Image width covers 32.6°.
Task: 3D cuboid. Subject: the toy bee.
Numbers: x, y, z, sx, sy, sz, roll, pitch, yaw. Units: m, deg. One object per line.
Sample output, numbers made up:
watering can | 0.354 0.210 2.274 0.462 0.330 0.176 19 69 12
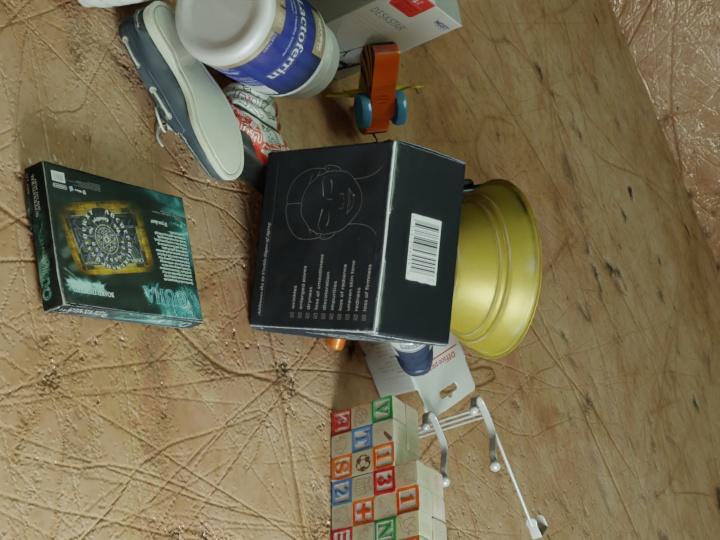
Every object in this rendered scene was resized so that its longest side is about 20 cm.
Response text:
toy bee | 0.010 -0.224 1.661 0.130 0.201 0.109 11 26 -26

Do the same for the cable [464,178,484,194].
cable | 0.071 -0.109 1.582 0.163 0.199 0.051 32 63 -63

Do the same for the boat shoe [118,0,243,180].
boat shoe | -0.191 -0.181 1.296 0.201 0.062 0.075 61 31 -13

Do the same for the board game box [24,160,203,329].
board game box | -0.228 -0.019 1.160 0.200 0.028 0.136 14 61 -59

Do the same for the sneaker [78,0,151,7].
sneaker | -0.223 -0.316 1.275 0.200 0.099 0.075 -42 138 -60

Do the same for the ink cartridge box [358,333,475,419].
ink cartridge box | 0.058 0.082 1.553 0.116 0.066 0.201 -26 96 -48

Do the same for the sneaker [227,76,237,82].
sneaker | -0.131 -0.263 1.470 0.199 0.070 0.094 14 79 -60

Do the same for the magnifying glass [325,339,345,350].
magnifying glass | 0.000 0.000 1.428 0.022 0.201 0.080 5 25 -38

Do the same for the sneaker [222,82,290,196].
sneaker | -0.097 -0.134 1.431 0.201 0.067 0.109 39 43 -42

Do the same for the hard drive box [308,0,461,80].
hard drive box | 0.007 -0.340 1.606 0.156 0.199 0.077 17 58 -56

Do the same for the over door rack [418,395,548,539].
over door rack | 0.120 0.263 1.487 0.201 0.147 0.067 63 27 -13

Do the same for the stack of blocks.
stack of blocks | 0.030 0.246 1.370 0.059 0.115 0.201 38 41 -46

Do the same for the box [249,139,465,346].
box | -0.005 -0.026 1.318 0.124 0.196 0.202 12 82 -46

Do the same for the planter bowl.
planter bowl | 0.112 -0.003 1.358 0.083 0.200 0.202 2 68 -25

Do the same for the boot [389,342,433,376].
boot | 0.044 0.025 1.469 0.091 0.072 0.201 76 5 -56

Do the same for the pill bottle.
pill bottle | -0.104 -0.255 1.329 0.200 0.115 0.117 15 59 -66
